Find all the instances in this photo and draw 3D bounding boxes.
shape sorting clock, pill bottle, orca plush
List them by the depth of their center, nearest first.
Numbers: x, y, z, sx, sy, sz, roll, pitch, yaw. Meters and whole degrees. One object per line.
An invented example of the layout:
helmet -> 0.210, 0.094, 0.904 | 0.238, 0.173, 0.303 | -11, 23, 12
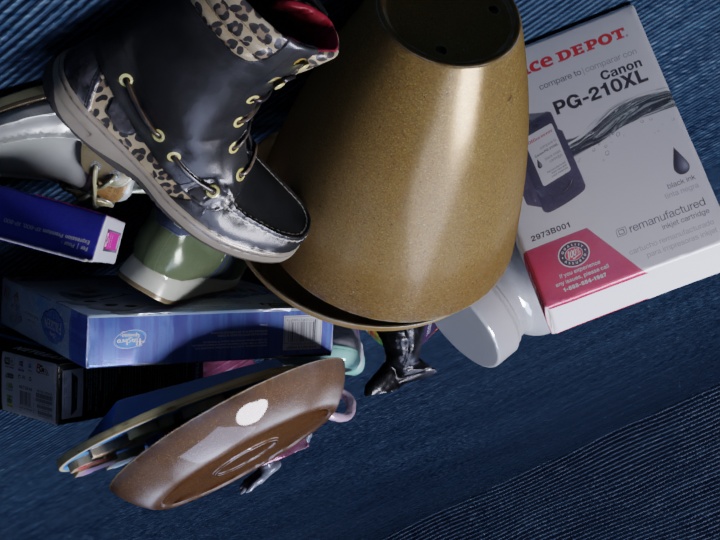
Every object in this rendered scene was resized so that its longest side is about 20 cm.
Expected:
shape sorting clock -> -0.135, 0.116, 1.216 | 0.199, 0.039, 0.200 | -18, 170, -3
orca plush -> 0.000, 0.000, 1.219 | 0.105, 0.201, 0.071 | 0, -169, 15
pill bottle -> 0.149, -0.020, 1.293 | 0.200, 0.116, 0.116 | -39, 170, -19

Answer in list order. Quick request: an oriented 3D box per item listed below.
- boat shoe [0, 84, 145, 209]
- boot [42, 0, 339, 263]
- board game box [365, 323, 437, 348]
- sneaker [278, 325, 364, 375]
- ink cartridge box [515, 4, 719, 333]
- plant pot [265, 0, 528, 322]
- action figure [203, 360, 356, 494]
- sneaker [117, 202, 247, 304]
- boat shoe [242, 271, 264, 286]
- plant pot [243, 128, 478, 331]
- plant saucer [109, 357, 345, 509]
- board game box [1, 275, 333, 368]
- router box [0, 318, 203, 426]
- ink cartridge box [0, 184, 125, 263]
boat shoe -> -0.163, -0.078, 1.027 | 0.199, 0.069, 0.075 | -10, 164, -27
boot -> -0.071, -0.098, 0.960 | 0.150, 0.073, 0.200 | -35, 120, 30
board game box -> 0.077, -0.012, 1.428 | 0.165, 0.057, 0.200 | -46, 168, -12
sneaker -> -0.034, 0.007, 1.342 | 0.077, 0.141, 0.200 | 9, -175, -16
ink cartridge box -> 0.173, -0.076, 1.193 | 0.144, 0.201, 0.084 | -21, 161, 5
plant pot -> 0.036, -0.100, 1.049 | 0.186, 0.187, 0.200 | -13, 147, -22
action figure -> -0.118, 0.088, 1.406 | 0.149, 0.200, 0.134 | -29, -172, 12
sneaker -> -0.115, -0.034, 1.222 | 0.090, 0.067, 0.200 | -62, 172, 14
boat shoe -> -0.100, 0.049, 1.530 | 0.092, 0.075, 0.200 | -8, 154, -13
plant pot -> 0.002, -0.031, 1.140 | 0.199, 0.200, 0.028 | -13, 145, -22
plant saucer -> -0.092, 0.128, 1.198 | 0.200, 0.032, 0.200 | -30, 169, -7
board game box -> -0.154, 0.036, 1.246 | 0.199, 0.044, 0.199 | -1, -171, -30
router box -> -0.246, 0.075, 1.282 | 0.199, 0.051, 0.149 | 9, -171, 40
ink cartridge box -> -0.206, -0.030, 1.021 | 0.094, 0.037, 0.200 | 15, -179, -4
